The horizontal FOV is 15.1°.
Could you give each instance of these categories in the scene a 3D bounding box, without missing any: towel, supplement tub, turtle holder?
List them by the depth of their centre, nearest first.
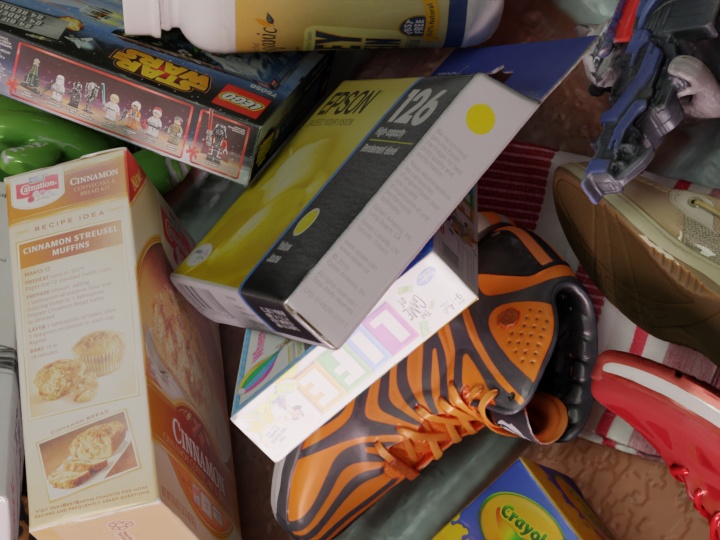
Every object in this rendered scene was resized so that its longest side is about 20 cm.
[{"bbox_3d":[0.108,0.011,1.417,0.199,0.023,0.145,15,85,30],"label":"towel"},{"bbox_3d":[-0.028,-0.187,1.426,0.198,0.144,0.146,-2,75,-3],"label":"supplement tub"},{"bbox_3d":[-0.185,-0.079,1.528,0.185,0.141,0.133,-26,47,31],"label":"turtle holder"}]

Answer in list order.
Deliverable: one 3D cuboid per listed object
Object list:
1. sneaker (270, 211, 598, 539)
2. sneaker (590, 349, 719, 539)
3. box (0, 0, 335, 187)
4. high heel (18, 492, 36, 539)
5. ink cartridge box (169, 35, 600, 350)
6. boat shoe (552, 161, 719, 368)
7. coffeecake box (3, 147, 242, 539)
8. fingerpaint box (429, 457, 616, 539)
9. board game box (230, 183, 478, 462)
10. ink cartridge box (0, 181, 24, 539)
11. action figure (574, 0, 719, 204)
[{"bbox_3d":[0.042,0.072,1.373,0.112,0.077,0.201,39,96,40],"label":"sneaker"},{"bbox_3d":[0.178,0.128,1.311,0.199,0.078,0.116,31,94,21],"label":"sneaker"},{"bbox_3d":[-0.126,-0.120,1.472,0.199,0.137,0.040,21,119,9],"label":"box"},{"bbox_3d":[-0.226,0.095,1.555,0.142,0.071,0.202,-15,71,15],"label":"high heel"},{"bbox_3d":[0.007,-0.053,1.352,0.200,0.047,0.197,-52,16,-11],"label":"ink cartridge box"},{"bbox_3d":[0.174,-0.003,1.341,0.065,0.073,0.200,-32,44,-23],"label":"boat shoe"},{"bbox_3d":[-0.123,0.063,1.430,0.073,0.154,0.201,-13,63,10],"label":"coffeecake box"},{"bbox_3d":[0.088,0.224,1.347,0.167,0.073,0.200,-43,63,12],"label":"fingerpaint box"},{"bbox_3d":[0.000,0.000,1.380,0.134,0.200,0.034,-40,108,19],"label":"board game box"},{"bbox_3d":[-0.221,0.074,1.454,0.083,0.146,0.201,2,55,-5],"label":"ink cartridge box"},{"bbox_3d":[0.188,-0.088,1.356,0.192,0.105,0.201,13,60,34],"label":"action figure"}]
